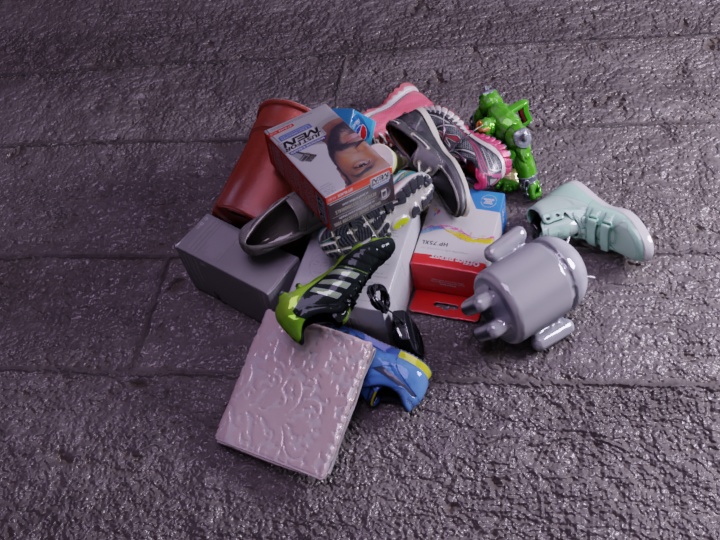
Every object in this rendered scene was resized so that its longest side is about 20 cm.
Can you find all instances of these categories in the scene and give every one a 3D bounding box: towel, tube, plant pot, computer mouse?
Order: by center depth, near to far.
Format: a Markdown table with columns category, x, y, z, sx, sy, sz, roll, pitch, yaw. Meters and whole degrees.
| category | x | y | z | sx | sy | sz | roll | pitch | yaw |
| --- | --- | --- | --- | --- | --- | --- | --- | --- | --- |
| computer mouse | 0.043 | 0.072 | 1.219 | 0.033 | 0.200 | 0.060 | -18 | 56 | 14 |
| towel | -0.091 | 0.170 | 1.236 | 0.188 | 0.032 | 0.203 | 14 | 73 | 27 |
| tube | 0.040 | -0.166 | 1.419 | 0.057 | 0.200 | 0.053 | 10 | 93 | 6 |
| plant pot | -0.129 | -0.132 | 1.431 | 0.198 | 0.202 | 0.197 | 19 | 65 | 25 |

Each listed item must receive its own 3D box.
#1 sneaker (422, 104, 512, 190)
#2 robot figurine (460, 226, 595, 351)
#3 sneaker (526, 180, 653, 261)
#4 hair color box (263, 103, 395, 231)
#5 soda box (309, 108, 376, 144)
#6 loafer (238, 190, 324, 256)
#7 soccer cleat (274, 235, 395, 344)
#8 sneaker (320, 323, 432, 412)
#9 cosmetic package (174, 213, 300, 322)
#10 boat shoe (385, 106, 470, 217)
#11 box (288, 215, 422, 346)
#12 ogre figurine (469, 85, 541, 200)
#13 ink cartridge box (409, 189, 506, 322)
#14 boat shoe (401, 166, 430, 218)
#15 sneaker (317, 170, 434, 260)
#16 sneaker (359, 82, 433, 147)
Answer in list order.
| category | x | y | z | sx | sy | sz | roll | pitch | yaw |
| --- | --- | --- | --- | --- | --- | --- | --- | --- | --- |
| sneaker | 0.145 | -0.198 | 1.416 | 0.198 | 0.082 | 0.074 | 32 | 56 | 32 |
| robot figurine | 0.239 | 0.025 | 1.257 | 0.197 | 0.113 | 0.172 | -28 | 92 | -17 |
| sneaker | 0.335 | -0.053 | 1.327 | 0.117 | 0.075 | 0.200 | -27 | 41 | -18 |
| hair color box | -0.046 | -0.152 | 1.272 | 0.109 | 0.065 | 0.200 | -26 | 47 | -17 |
| soda box | -0.071 | -0.234 | 1.519 | 0.197 | 0.064 | 0.069 | 9 | 84 | 42 |
| loafer | -0.088 | -0.082 | 1.302 | 0.198 | 0.071 | 0.070 | -33 | 7 | -5 |
| soccer cleat | -0.025 | 0.027 | 1.224 | 0.198 | 0.068 | 0.082 | -33 | 71 | -12 |
| sneaker | 0.002 | 0.138 | 1.259 | 0.197 | 0.066 | 0.079 | 21 | 63 | 26 |
| cosmetic package | -0.179 | 0.004 | 1.380 | 0.198 | 0.108 | 0.090 | 27 | 61 | 31 |
| boat shoe | 0.104 | -0.159 | 1.360 | 0.066 | 0.072 | 0.202 | -18 | 64 | -22 |
| box | 0.000 | 0.000 | 1.341 | 0.149 | 0.107 | 0.203 | 8 | 54 | 19 |
| ogre figurine | 0.235 | -0.218 | 1.452 | 0.096 | 0.121 | 0.203 | -8 | 50 | 5 |
| ink cartridge box | 0.148 | -0.029 | 1.355 | 0.114 | 0.068 | 0.203 | 8 | 54 | 18 |
| boat shoe | 0.099 | -0.142 | 1.456 | 0.071 | 0.068 | 0.200 | 30 | 63 | 31 |
| sneaker | 0.018 | -0.083 | 1.299 | 0.198 | 0.079 | 0.079 | -33 | 33 | -20 |
| sneaker | 0.052 | -0.249 | 1.549 | 0.086 | 0.074 | 0.200 | 35 | 68 | 28 |
